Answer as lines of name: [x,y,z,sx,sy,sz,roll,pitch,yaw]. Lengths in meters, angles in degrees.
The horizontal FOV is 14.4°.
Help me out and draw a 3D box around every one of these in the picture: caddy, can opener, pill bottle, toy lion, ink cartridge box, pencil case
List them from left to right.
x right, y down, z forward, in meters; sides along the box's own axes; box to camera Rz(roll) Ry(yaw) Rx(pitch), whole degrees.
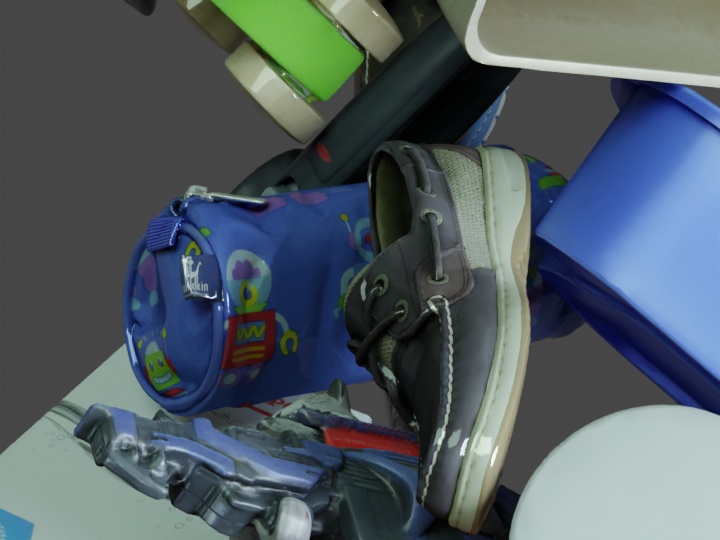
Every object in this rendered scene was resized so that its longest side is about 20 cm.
toy lion: [-0.086,-0.160,1.206,0.069,0.192,0.200,-45,27,5]
ink cartridge box: [-0.074,0.094,1.124,0.116,0.067,0.200,21,45,28]
can opener: [-0.004,-0.044,1.193,0.200,0.063,0.079,-45,64,26]
pencil case: [0.000,0.000,1.131,0.078,0.199,0.087,8,105,56]
pill bottle: [0.123,0.131,0.998,0.114,0.200,0.114,-9,59,15]
caddy: [0.158,0.006,1.080,0.200,0.141,0.105,41,84,10]

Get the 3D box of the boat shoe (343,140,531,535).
boat shoe: [0.025,0.018,1.027,0.065,0.072,0.200,12,37,-5]

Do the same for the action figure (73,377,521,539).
action figure: [-0.027,0.121,1.004,0.105,0.200,0.194,-46,33,41]

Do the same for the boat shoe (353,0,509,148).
boat shoe: [0.028,-0.135,1.262,0.072,0.072,0.201,-2,61,19]

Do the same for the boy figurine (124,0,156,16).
boy figurine: [-0.065,-0.220,1.352,0.124,0.064,0.200,34,76,32]

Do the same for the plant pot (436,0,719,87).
plant pot: [0.112,-0.197,1.061,0.177,0.199,0.201,51,129,49]
